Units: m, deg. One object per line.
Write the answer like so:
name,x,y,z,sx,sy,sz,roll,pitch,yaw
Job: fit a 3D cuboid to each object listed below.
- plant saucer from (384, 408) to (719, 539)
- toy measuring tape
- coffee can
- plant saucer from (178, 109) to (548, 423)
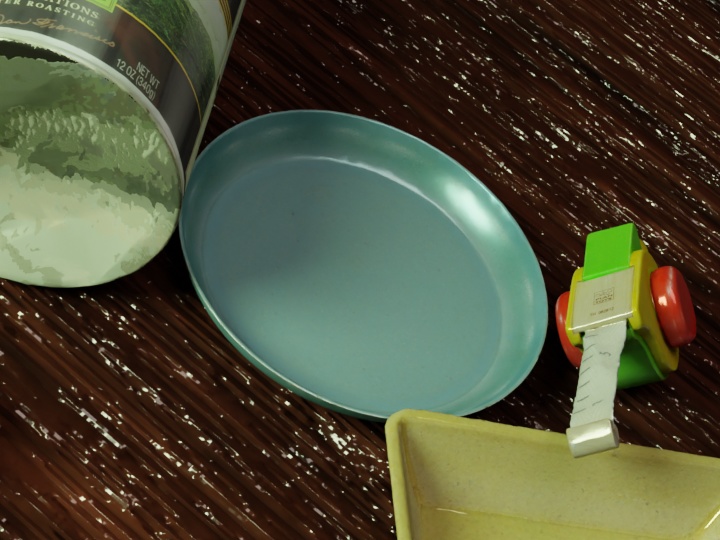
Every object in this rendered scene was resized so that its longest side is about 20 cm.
plant saucer,0.103,0.168,0.744,0.199,0.049,0.201,11,48,-19
toy measuring tape,0.131,0.046,0.841,0.073,0.074,0.200,25,33,-4
coffee can,-0.134,-0.113,0.805,0.146,0.147,0.201,20,45,-9
plant saucer,0.000,0.000,0.857,0.199,0.027,0.201,14,45,-15
